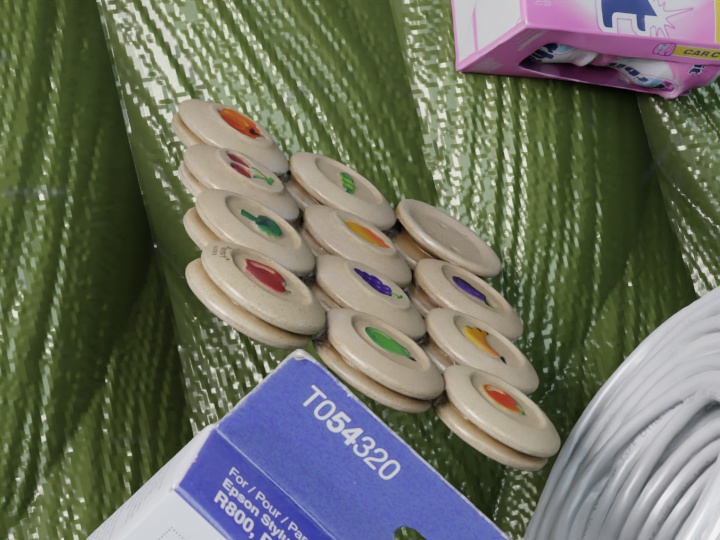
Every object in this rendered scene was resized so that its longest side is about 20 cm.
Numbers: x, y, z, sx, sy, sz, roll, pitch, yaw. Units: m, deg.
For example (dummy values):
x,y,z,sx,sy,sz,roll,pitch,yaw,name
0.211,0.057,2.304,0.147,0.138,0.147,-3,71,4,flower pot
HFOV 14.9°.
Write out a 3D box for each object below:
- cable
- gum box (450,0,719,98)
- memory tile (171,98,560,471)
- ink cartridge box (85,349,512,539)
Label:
x,y,z,sx,sy,sz,roll,pitch,yaw,name
0.130,0.097,1.046,0.069,0.200,0.200,33,41,-15,cable
0.098,-0.174,1.179,0.113,0.066,0.201,3,76,-25,gum box
0.000,0.000,1.031,0.153,0.200,0.017,28,107,-17,memory tile
-0.022,0.159,0.967,0.196,0.200,0.043,42,24,-10,ink cartridge box
